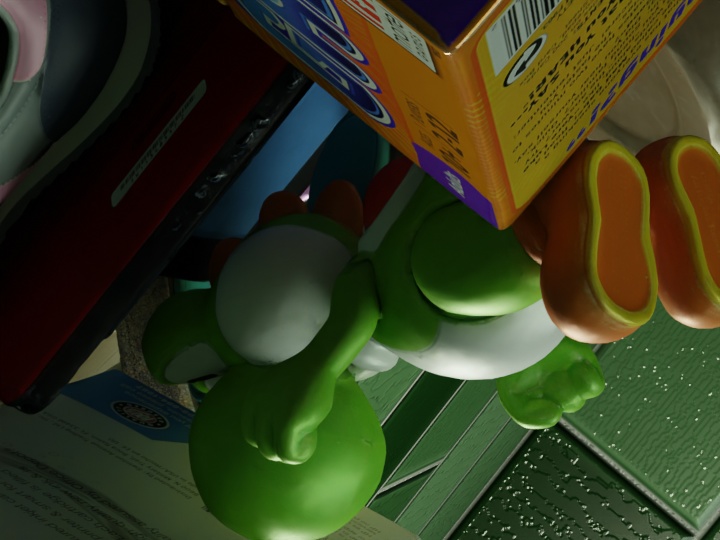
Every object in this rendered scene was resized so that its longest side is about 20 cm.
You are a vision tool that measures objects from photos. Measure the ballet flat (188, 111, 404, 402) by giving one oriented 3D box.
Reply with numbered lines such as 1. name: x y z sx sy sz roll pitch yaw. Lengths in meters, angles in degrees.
1. ballet flat: 0.000 0.000 0.916 0.200 0.067 0.067 131 -35 -55

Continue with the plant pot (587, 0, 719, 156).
1. plant pot: 0.140 -0.123 0.880 0.175 0.200 0.200 -39 166 -16

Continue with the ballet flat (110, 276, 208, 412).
1. ballet flat: -0.088 0.033 1.020 0.067 0.200 0.068 -9 171 5

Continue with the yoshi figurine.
1. yoshi figurine: 0.017 0.028 0.787 0.200 0.112 0.112 -18 -147 39

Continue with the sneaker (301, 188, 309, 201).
1. sneaker: 0.007 -0.046 1.125 0.078 0.140 0.200 -36 162 -52

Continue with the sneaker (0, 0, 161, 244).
1. sneaker: -0.149 -0.026 0.819 0.200 0.070 0.082 -55 150 15

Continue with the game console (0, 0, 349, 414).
1. game console: -0.024 -0.046 0.864 0.200 0.119 0.172 -50 -152 21

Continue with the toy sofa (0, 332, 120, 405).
1. toy sofa: -0.157 0.072 1.071 0.200 0.098 0.083 -46 -167 -23

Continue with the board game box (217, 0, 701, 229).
1. board game box: 0.018 -0.162 0.634 0.200 0.200 0.200 -50 169 -4

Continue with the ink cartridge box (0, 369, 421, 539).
1. ink cartridge box: -0.094 0.114 0.875 0.200 0.145 0.084 -16 129 -60
